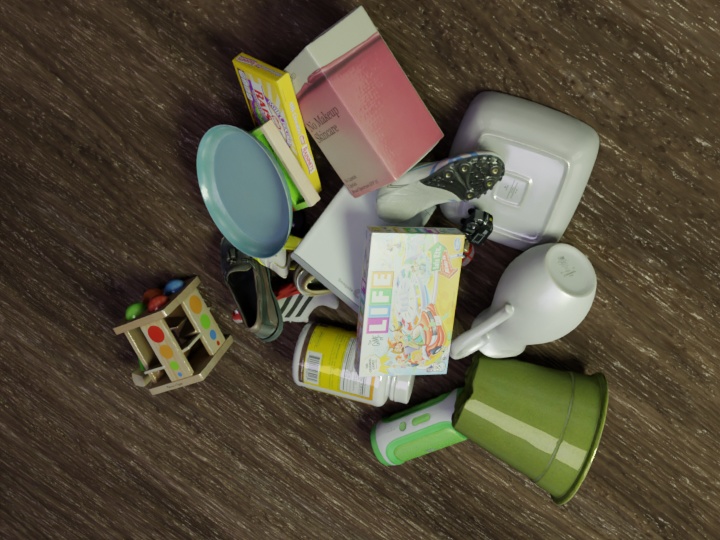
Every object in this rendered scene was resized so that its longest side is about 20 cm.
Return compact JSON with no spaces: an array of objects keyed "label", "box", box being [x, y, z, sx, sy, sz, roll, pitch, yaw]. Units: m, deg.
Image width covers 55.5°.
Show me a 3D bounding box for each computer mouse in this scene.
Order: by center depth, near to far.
[{"label":"computer mouse","box":[-0.151,-0.028,1.133,0.058,0.034,0.201,34,122,-2]}]

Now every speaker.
[{"label":"speaker","box":[0.114,0.267,1.166,0.197,0.089,0.089,-28,105,28]}]

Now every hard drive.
[{"label":"hard drive","box":[0.008,-0.057,0.982,0.131,0.202,0.027,38,159,-5]}]

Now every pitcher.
[{"label":"pitcher","box":[0.218,0.057,0.946,0.123,0.169,0.201,59,147,17]}]

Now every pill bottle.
[{"label":"pill bottle","box":[-0.008,0.158,1.136,0.195,0.110,0.112,12,120,12]}]

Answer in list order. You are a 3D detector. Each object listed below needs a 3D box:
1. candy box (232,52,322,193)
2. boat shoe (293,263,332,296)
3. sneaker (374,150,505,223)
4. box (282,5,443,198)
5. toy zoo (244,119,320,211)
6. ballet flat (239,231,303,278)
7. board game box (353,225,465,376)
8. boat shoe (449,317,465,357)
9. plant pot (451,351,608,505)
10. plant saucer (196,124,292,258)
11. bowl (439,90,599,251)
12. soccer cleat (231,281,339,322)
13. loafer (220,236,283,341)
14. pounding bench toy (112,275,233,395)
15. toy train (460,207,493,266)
[{"label":"candy box","box":[-0.115,-0.202,0.971,0.101,0.026,0.203,29,151,34]},{"label":"boat shoe","box":[0.000,0.000,1.020,0.196,0.076,0.073,-20,105,-15]},{"label":"sneaker","box":[0.102,-0.123,0.919,0.196,0.074,0.072,-17,133,35]},{"label":"box","box":[-0.004,-0.218,0.915,0.202,0.109,0.127,54,156,-12]},{"label":"toy zoo","box":[-0.152,-0.141,1.034,0.198,0.020,0.133,-9,118,55]},{"label":"ballet flat","box":[-0.097,-0.019,1.071,0.194,0.068,0.067,8,145,-4]},{"label":"board game box","box":[0.064,0.044,0.934,0.131,0.034,0.206,0,108,-15]},{"label":"boat shoe","box":[0.080,0.081,1.100,0.196,0.073,0.068,27,155,-6]},{"label":"plant pot","box":[0.241,0.214,1.026,0.186,0.201,0.204,21,121,4]},{"label":"plant saucer","box":[-0.166,-0.116,1.001,0.197,0.027,0.205,25,130,32]},{"label":"bowl","box":[0.210,-0.123,0.943,0.195,0.075,0.204,21,122,8]},{"label":"soccer cleat","box":[-0.127,0.059,1.148,0.196,0.069,0.086,-22,119,19]},{"label":"loafer","box":[-0.182,0.017,1.092,0.071,0.063,0.203,-36,64,15]},{"label":"pounding bench toy","box":[-0.363,0.118,1.224,0.196,0.125,0.159,-18,109,25]},{"label":"toy train","box":[0.143,-0.029,0.989,0.045,0.035,0.201,16,152,-8]}]
